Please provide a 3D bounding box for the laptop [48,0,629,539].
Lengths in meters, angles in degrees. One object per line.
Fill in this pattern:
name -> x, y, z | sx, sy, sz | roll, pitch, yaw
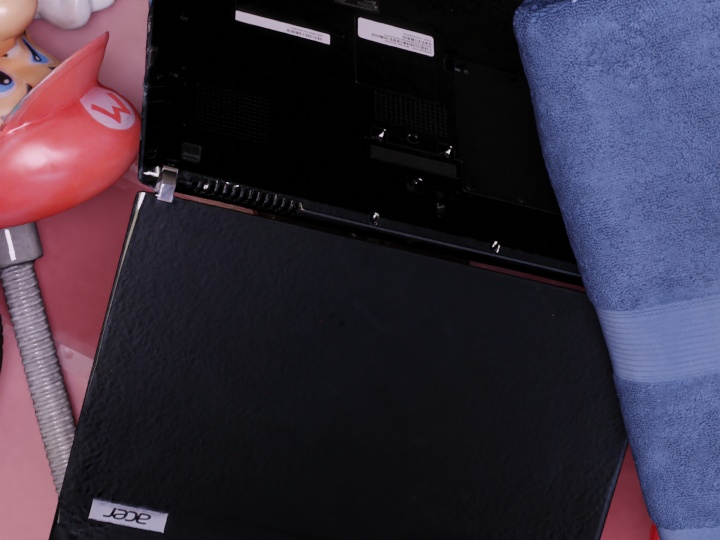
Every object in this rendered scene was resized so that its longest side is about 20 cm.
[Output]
laptop -> 0.000, 0.000, 0.776 | 0.176, 0.201, 0.103 | 13, 137, -16

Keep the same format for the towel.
towel -> 0.120, 0.000, 0.707 | 0.111, 0.049, 0.201 | -9, 109, 27

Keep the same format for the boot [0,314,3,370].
boot -> -0.193, -0.007, 0.751 | 0.138, 0.200, 0.078 | 16, 53, 5

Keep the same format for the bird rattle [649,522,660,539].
bird rattle -> 0.120, 0.153, 0.825 | 0.200, 0.113, 0.163 | -40, 104, -7

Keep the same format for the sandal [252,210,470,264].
sandal -> 0.009, 0.022, 0.822 | 0.082, 0.054, 0.201 | -32, 100, -36

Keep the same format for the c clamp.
c clamp -> -0.134, 0.052, 0.848 | 0.170, 0.027, 0.201 | -9, 94, 4

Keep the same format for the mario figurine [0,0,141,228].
mario figurine -> -0.156, -0.095, 0.792 | 0.199, 0.106, 0.124 | 32, 78, 7
